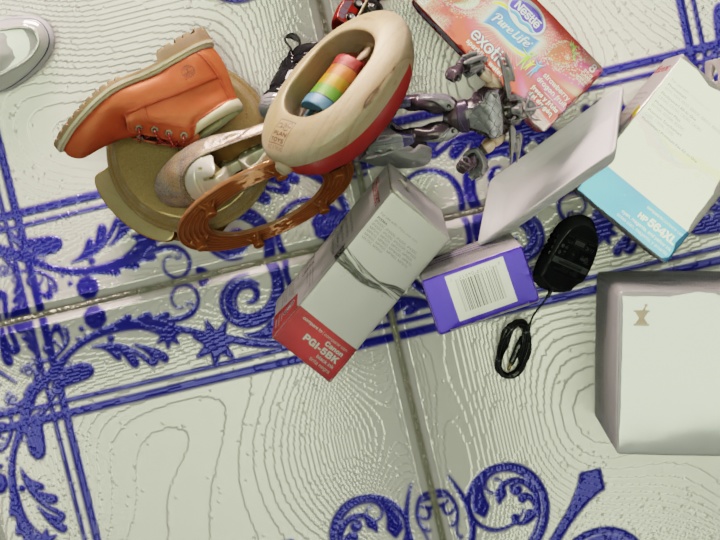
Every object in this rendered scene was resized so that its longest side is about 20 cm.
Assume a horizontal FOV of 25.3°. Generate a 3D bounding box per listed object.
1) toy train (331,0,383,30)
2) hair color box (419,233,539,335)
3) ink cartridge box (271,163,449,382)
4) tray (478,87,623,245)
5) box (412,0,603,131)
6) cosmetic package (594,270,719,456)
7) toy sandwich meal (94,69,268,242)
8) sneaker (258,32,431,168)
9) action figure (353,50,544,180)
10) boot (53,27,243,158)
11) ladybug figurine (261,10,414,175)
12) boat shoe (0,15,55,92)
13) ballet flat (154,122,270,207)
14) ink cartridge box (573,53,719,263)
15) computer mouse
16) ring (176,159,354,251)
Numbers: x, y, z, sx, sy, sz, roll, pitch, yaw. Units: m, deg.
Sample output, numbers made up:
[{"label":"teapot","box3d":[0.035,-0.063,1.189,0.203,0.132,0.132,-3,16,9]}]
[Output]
[{"label":"toy train","box3d":[-0.006,-0.265,1.687,0.046,0.034,0.201,29,60,-7]},{"label":"hair color box","box3d":[0.120,0.011,1.674,0.108,0.200,0.065,-19,96,3]},{"label":"ink cartridge box","box3d":[0.000,0.000,1.693,0.083,0.147,0.200,38,101,-9]},{"label":"tray","box3d":[0.202,-0.103,1.669,0.022,0.108,0.200,37,132,-20]},{"label":"box","box3d":[0.154,-0.248,1.700,0.095,0.100,0.200,-45,92,5]},{"label":"cosmetic package","box3d":[0.336,0.092,1.675,0.165,0.200,0.168,1,95,3]},{"label":"toy sandwich meal","box3d":[-0.185,-0.124,1.742,0.203,0.070,0.208,0,84,2]},{"label":"sneaker","box3d":[-0.004,-0.186,1.722,0.198,0.075,0.115,19,78,-16]},{"label":"action figure","box3d":[0.090,-0.156,1.643,0.198,0.069,0.132,-5,99,8]},{"label":"boot","box3d":[-0.220,-0.158,1.677,0.199,0.075,0.108,-32,89,-3]},{"label":"ladybug figurine","box3d":[-0.017,-0.166,1.576,0.200,0.135,0.072,-51,130,-14]},{"label":"boat shoe","box3d":[-0.426,-0.217,1.737,0.198,0.067,0.074,-25,94,4]},{"label":"ballet flat","box3d":[-0.126,-0.110,1.651,0.199,0.067,0.068,-25,116,10]},{"label":"ink cartridge box","box3d":[0.329,-0.129,1.691,0.125,0.129,0.200,39,96,-2]},{"label":"computer mouse","box3d":[0.199,0.027,1.761,0.058,0.034,0.201,24,101,-30]},{"label":"ring","box3d":[-0.096,-0.066,1.678,0.199,0.200,0.019,-24,73,4]}]
